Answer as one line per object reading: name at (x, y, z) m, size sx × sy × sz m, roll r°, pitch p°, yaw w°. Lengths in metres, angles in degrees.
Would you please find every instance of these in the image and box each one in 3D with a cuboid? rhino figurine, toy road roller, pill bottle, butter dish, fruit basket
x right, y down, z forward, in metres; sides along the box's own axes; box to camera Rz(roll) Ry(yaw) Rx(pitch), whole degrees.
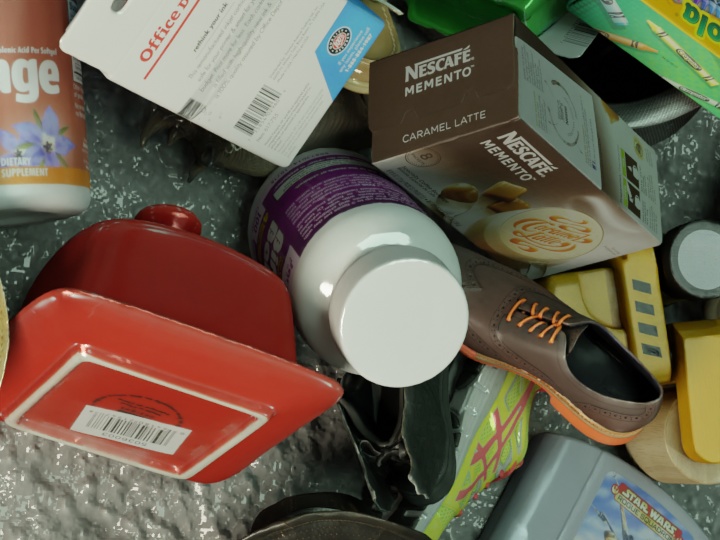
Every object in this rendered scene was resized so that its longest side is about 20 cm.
rhino figurine at (-0.060, -0.109, 1.469) m, size 0.199 × 0.060 × 0.088 m, roll -17°, pitch 89°, yaw -29°
toy road roller at (0.192, 0.058, 1.563) m, size 0.145 × 0.123 × 0.202 m, roll -7°, pitch 87°, yaw -16°
pill bottle at (0.000, 0.000, 1.386) m, size 0.111 × 0.200 × 0.113 m, roll -5°, pitch 109°, yaw -14°
butter dish at (-0.128, 0.028, 1.348) m, size 0.199 × 0.199 × 0.149 m, roll 19°, pitch 58°, yaw -23°
fruit basket at (0.126, -0.237, 1.546) m, size 0.200 × 0.184 × 0.094 m, roll -48°, pitch 150°, yaw -33°
pill bottle at (-0.229, -0.131, 1.343) m, size 0.111 × 0.112 × 0.202 m, roll -3°, pitch 85°, yaw -30°

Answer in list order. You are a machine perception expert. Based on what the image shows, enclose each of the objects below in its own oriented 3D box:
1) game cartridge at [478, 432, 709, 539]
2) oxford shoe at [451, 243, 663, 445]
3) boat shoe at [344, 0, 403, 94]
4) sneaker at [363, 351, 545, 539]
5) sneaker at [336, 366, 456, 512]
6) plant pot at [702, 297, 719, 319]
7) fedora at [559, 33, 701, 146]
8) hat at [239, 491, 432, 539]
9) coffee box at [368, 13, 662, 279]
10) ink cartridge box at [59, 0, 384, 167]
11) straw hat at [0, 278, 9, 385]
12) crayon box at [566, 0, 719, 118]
game cartridge at (0.182, 0.213, 1.582) m, size 0.200 × 0.041 × 0.134 m, roll 39°, pitch 71°, yaw -20°
oxford shoe at (0.120, 0.036, 1.461) m, size 0.199 × 0.073 × 0.071 m, roll 33°, pitch 66°, yaw 0°
boat shoe at (-0.030, -0.208, 1.455) m, size 0.073 × 0.063 × 0.201 m, roll -22°, pitch 70°, yaw -35°
sneaker at (0.076, 0.128, 1.510) m, size 0.090 × 0.078 × 0.201 m, roll 41°, pitch 70°, yaw -32°
sneaker at (0.021, 0.077, 1.430) m, size 0.104 × 0.060 × 0.201 m, roll 49°, pitch 25°, yaw -53°
plant pot at (0.360, -0.039, 1.643) m, size 0.199 × 0.200 × 0.176 m, roll 23°, pitch 56°, yaw -26°
fedora at (0.189, -0.148, 1.579) m, size 0.200 × 0.176 × 0.091 m, roll -42°, pitch 148°, yaw -24°
hat at (-0.027, 0.199, 1.419) m, size 0.199 × 0.201 × 0.081 m, roll 20°, pitch 36°, yaw -26°
coffee box at (0.105, -0.076, 1.441) m, size 0.200 × 0.114 × 0.080 m, roll 36°, pitch 46°, yaw -49°
ink cartridge box at (-0.095, -0.157, 1.328) m, size 0.199 × 0.068 × 0.116 m, roll 26°, pitch 104°, yaw -45°
straw hat at (-0.279, 0.018, 1.305) m, size 0.085 × 0.200 × 0.203 m, roll -24°, pitch 98°, yaw -71°
crayon box at (0.244, -0.182, 1.482) m, size 0.199 × 0.058 × 0.120 m, roll 32°, pitch 63°, yaw -23°
